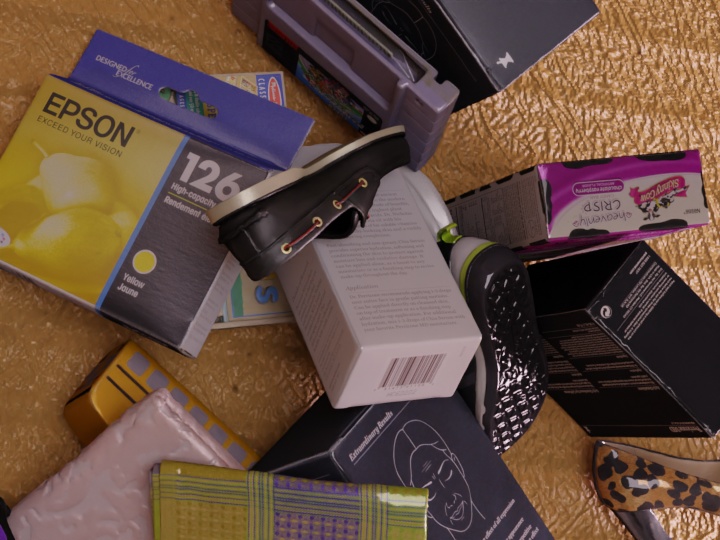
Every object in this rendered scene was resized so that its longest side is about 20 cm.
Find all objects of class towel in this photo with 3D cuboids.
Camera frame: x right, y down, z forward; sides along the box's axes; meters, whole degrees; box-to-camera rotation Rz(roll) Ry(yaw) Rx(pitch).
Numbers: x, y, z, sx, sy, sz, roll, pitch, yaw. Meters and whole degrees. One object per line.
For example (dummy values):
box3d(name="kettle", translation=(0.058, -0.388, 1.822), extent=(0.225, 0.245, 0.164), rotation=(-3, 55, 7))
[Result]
box3d(name="towel", translation=(-0.053, 0.201, 1.205), extent=(0.199, 0.023, 0.144), rotation=(4, 114, 6))
box3d(name="towel", translation=(-0.146, 0.204, 1.250), extent=(0.200, 0.032, 0.191), rotation=(-40, 103, 22))

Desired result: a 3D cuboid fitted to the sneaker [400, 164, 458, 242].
box3d(name="sneaker", translation=(0.037, 0.015, 1.369), extent=(0.088, 0.075, 0.201), rotation=(-17, 93, -14))

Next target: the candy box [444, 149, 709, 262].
box3d(name="candy box", translation=(0.161, -0.044, 1.347), extent=(0.136, 0.200, 0.061), rotation=(-6, 87, -18))

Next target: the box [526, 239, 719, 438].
box3d(name="box", translation=(0.199, 0.058, 1.351), extent=(0.141, 0.200, 0.079), rotation=(46, 73, -11))

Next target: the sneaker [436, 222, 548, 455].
box3d(name="sneaker", translation=(0.091, 0.050, 1.327), extent=(0.072, 0.083, 0.201), rotation=(-31, 131, -33))

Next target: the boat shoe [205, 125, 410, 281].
box3d(name="boat shoe", translation=(-0.026, -0.050, 1.220), extent=(0.201, 0.074, 0.063), rotation=(-32, 92, -49))

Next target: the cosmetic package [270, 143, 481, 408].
box3d(name="cosmetic package", translation=(0.000, 0.000, 1.277), extent=(0.101, 0.071, 0.200), rotation=(-3, 49, -26))

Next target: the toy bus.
box3d(name="toy bus", translation=(-0.129, 0.149, 1.296), extent=(0.200, 0.065, 0.078), rotation=(44, 58, -11))

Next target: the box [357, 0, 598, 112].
box3d(name="box", translation=(0.062, -0.206, 1.320), extent=(0.107, 0.200, 0.149), rotation=(-39, 98, -18))

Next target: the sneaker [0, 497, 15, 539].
box3d(name="sneaker", translation=(-0.304, 0.161, 1.225), extent=(0.070, 0.099, 0.200), rotation=(-49, 62, 13))

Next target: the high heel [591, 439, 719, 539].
box3d(name="high heel", translation=(0.292, 0.150, 1.441), extent=(0.200, 0.071, 0.143), rotation=(-39, 104, -9))

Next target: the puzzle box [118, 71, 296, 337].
box3d(name="puzzle box", translation=(-0.114, -0.052, 1.345), extent=(0.133, 0.025, 0.201), rotation=(-6, 87, -20))

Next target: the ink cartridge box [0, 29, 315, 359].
box3d(name="ink cartridge box", translation=(-0.164, -0.065, 1.270), extent=(0.197, 0.047, 0.201), rotation=(23, 82, 16))

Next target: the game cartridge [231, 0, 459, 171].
box3d(name="game cartridge", translation=(-0.017, -0.165, 1.310), extent=(0.200, 0.130, 0.038), rotation=(42, 68, 7))

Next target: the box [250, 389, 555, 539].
box3d(name="box", translation=(0.032, 0.185, 1.298), extent=(0.200, 0.107, 0.148), rotation=(57, 43, -10))
